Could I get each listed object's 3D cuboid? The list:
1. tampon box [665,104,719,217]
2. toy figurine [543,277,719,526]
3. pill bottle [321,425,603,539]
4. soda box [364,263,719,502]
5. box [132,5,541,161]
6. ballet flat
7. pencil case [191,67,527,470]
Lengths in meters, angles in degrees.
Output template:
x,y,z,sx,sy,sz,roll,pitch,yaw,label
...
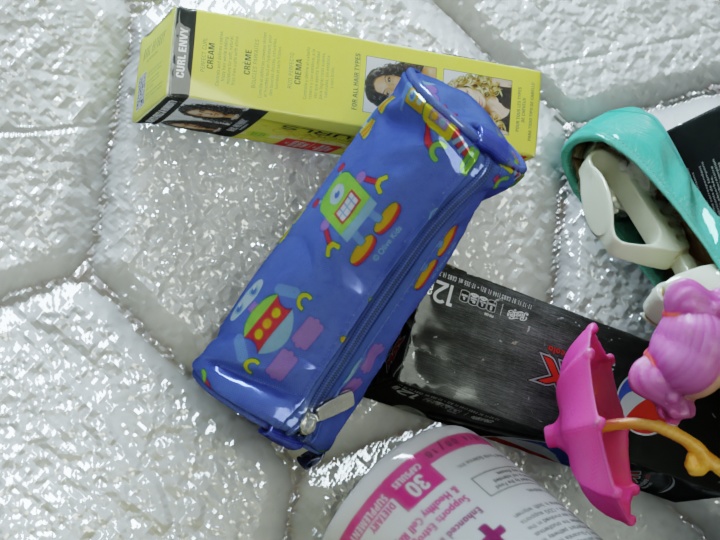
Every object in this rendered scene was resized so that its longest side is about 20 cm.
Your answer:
x,y,z,sx,sy,sz,roll,pitch,yaw,label
0.275,-0.051,1.043,0.150,0.200,0.126,-18,87,-21,tampon box
0.187,0.073,0.947,0.184,0.150,0.200,27,95,5,toy figurine
0.083,0.174,0.928,0.113,0.113,0.200,-37,57,-22,pill bottle
0.104,0.062,1.033,0.200,0.063,0.071,20,75,-16,soda box
-0.012,-0.090,1.013,0.200,0.075,0.050,8,80,-20,box
0.167,-0.004,1.038,0.070,0.067,0.200,-16,57,-27,ballet flat
0.000,0.000,0.957,0.078,0.087,0.200,29,101,-38,pencil case
